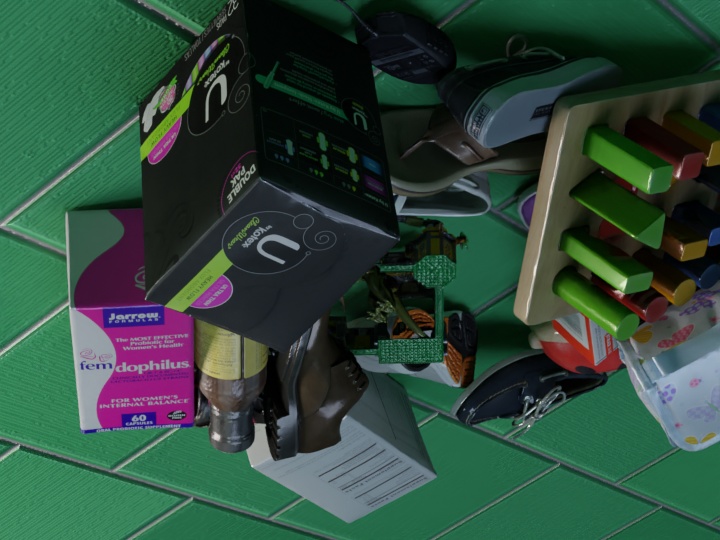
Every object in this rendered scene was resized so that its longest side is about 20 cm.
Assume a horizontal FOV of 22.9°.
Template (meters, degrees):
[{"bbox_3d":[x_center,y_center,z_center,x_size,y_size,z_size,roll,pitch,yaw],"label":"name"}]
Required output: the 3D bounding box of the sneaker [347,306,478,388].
[{"bbox_3d":[0.045,0.070,1.710,0.092,0.076,0.200,1,169,29],"label":"sneaker"}]

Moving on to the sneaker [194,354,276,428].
[{"bbox_3d":[-0.109,0.115,1.616,0.200,0.077,0.084,-9,-172,26],"label":"sneaker"}]

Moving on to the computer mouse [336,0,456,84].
[{"bbox_3d":[0.003,-0.194,1.322,0.059,0.034,0.200,-8,154,39],"label":"computer mouse"}]

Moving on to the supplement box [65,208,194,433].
[{"bbox_3d":[-0.192,0.044,1.500,0.101,0.103,0.200,-3,144,-7],"label":"supplement box"}]

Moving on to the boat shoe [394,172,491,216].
[{"bbox_3d":[0.021,-0.078,1.463,0.200,0.067,0.074,-3,144,-23],"label":"boat shoe"}]

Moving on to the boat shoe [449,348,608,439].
[{"bbox_3d":[0.171,0.120,1.779,0.200,0.062,0.075,-16,153,-46],"label":"boat shoe"}]

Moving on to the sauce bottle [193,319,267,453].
[{"bbox_3d":[-0.110,0.067,1.501,0.065,0.065,0.200,-7,126,-16],"label":"sauce bottle"}]

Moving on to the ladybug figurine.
[{"bbox_3d":[0.259,0.050,1.715,0.200,0.072,0.136,-15,-170,-3],"label":"ladybug figurine"}]

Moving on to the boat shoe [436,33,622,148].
[{"bbox_3d":[0.134,-0.145,1.416,0.199,0.068,0.074,-21,146,-45],"label":"boat shoe"}]

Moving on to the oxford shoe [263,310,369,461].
[{"bbox_3d":[-0.035,0.075,1.510,0.084,0.073,0.200,-6,134,-13],"label":"oxford shoe"}]

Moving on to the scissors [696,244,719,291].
[{"bbox_3d":[0.353,-0.053,1.608,0.073,0.014,0.200,10,118,-56],"label":"scissors"}]

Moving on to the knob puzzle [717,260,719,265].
[{"bbox_3d":[0.387,-0.064,1.597,0.220,0.030,0.220,-47,160,-24],"label":"knob puzzle"}]

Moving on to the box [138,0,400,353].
[{"bbox_3d":[-0.071,-0.072,1.286,0.124,0.200,0.149,22,131,-31],"label":"box"}]

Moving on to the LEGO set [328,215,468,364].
[{"bbox_3d":[0.000,0.000,1.559,0.200,0.116,0.154,-8,129,7],"label":"LEGO set"}]

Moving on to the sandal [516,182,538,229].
[{"bbox_3d":[0.215,-0.030,1.645,0.082,0.050,0.203,-31,145,19],"label":"sandal"}]

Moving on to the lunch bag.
[{"bbox_3d":[0.318,0.072,1.549,0.170,0.127,0.200,-30,166,3],"label":"lunch bag"}]

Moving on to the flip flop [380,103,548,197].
[{"bbox_3d":[0.087,-0.109,1.437,0.200,0.081,0.058,-6,151,-25],"label":"flip flop"}]

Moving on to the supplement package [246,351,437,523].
[{"bbox_3d":[-0.027,0.153,1.740,0.109,0.114,0.200,-29,146,14],"label":"supplement package"}]

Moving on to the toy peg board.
[{"bbox_3d":[0.246,-0.044,1.448,0.199,0.098,0.200,-12,125,-33],"label":"toy peg board"}]

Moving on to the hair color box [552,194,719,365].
[{"bbox_3d":[0.263,-0.017,1.611,0.200,0.064,0.111,-40,150,-12],"label":"hair color box"}]
